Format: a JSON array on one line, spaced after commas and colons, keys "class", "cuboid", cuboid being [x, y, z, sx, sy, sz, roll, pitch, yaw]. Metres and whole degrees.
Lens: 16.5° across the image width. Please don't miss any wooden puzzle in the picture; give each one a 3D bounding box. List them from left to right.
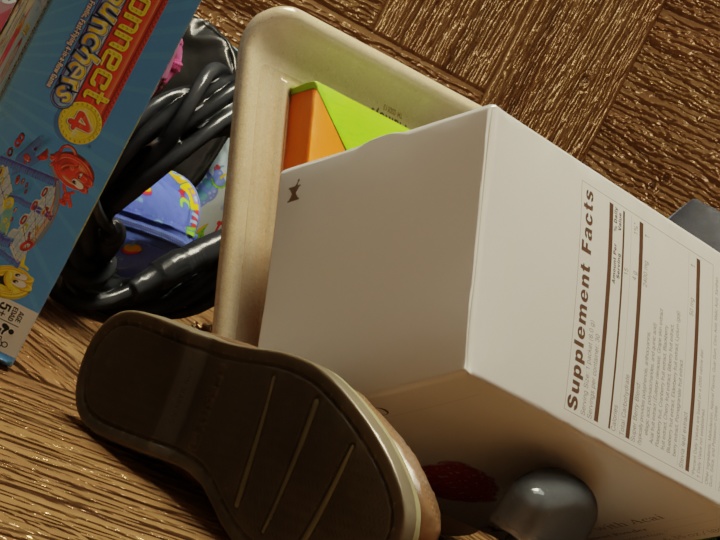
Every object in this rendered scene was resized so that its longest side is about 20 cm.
[{"class": "wooden puzzle", "cuboid": [0.011, 0.003, 1.113, 0.037, 0.200, 0.185, -9, -23, 43]}]

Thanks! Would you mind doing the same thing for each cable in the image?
[{"class": "cable", "cuboid": [-0.090, -0.036, 1.252, 0.200, 0.163, 0.051, 14, 42, -61]}]

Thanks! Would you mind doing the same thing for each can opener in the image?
[{"class": "can opener", "cuboid": [0.110, 0.129, 1.042, 0.053, 0.067, 0.200, 31, 5, 35]}]

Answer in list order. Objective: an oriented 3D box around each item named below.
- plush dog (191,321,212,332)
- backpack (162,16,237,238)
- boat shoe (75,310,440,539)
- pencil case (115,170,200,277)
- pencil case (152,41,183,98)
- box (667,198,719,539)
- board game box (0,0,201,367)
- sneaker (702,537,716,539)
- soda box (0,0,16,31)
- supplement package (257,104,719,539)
[{"class": "plush dog", "cuboid": [0.000, 0.000, 1.217, 0.200, 0.172, 0.160, 23, 6, -44]}, {"class": "backpack", "cuboid": [-0.107, -0.076, 1.818, 0.154, 0.163, 0.200, 36, -2, 10]}, {"class": "boat shoe", "cuboid": [-0.025, 0.065, 0.923, 0.068, 0.072, 0.200, 23, 6, -41]}, {"class": "pencil case", "cuboid": [-0.163, -0.038, 1.315, 0.087, 0.078, 0.200, 27, 3, 32]}, {"class": "pencil case", "cuboid": [-0.149, -0.113, 1.353, 0.094, 0.091, 0.200, 28, -7, -10]}, {"class": "box", "cuboid": [0.235, 0.096, 1.394, 0.200, 0.117, 0.197, 31, -28, 43]}, {"class": "board game box", "cuboid": [-0.136, -0.073, 1.084, 0.056, 0.196, 0.200, 27, 4, -13]}, {"class": "sneaker", "cuboid": [0.135, 0.117, 1.261, 0.078, 0.085, 0.200, 29, 5, 22]}, {"class": "soda box", "cuboid": [-0.271, -0.124, 1.233, 0.200, 0.064, 0.070, -5, 16, -21]}, {"class": "supplement package", "cuboid": [0.067, 0.034, 1.053, 0.121, 0.120, 0.200, -15, -32, 40]}]
